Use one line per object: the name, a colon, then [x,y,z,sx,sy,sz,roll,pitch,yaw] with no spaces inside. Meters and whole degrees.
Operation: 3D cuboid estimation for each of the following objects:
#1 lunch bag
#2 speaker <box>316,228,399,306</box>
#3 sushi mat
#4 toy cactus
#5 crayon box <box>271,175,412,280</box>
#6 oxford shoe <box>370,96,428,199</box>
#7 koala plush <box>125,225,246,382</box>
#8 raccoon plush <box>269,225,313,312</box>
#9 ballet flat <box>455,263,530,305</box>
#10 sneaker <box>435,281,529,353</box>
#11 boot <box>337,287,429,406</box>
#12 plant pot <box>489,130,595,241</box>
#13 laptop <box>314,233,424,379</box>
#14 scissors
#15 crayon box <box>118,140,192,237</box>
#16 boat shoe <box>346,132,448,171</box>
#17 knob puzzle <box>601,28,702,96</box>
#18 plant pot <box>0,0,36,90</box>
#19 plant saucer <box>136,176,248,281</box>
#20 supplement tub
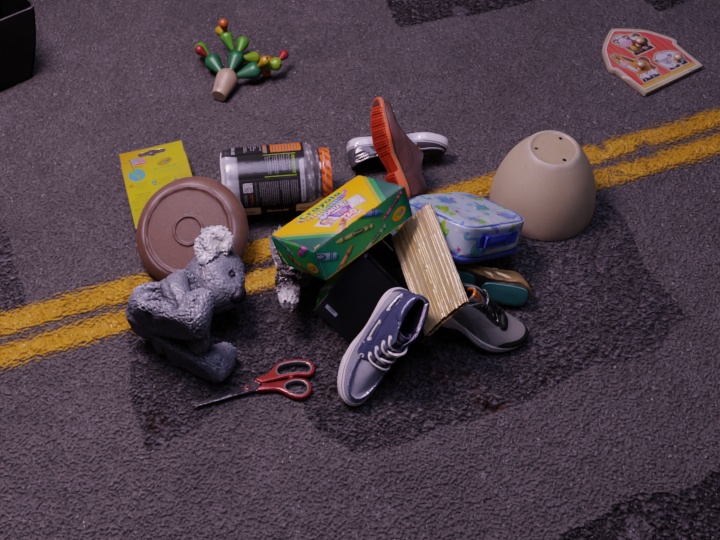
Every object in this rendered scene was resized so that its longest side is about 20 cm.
lunch bag: [0.177,-0.073,1.629,0.160,0.084,0.199,25,23,35]
speaker: [0.000,0.000,1.616,0.087,0.089,0.201,20,53,15]
sushi mat: [0.108,-0.004,1.515,0.012,0.096,0.202,18,42,-41]
toy cactus: [-0.261,-0.426,1.968,0.197,0.103,0.167,18,61,2]
crayon box: [-0.028,-0.072,1.521,0.199,0.059,0.118,-37,34,-27]
oxford shoe: [0.072,-0.226,1.762,0.072,0.203,0.071,-20,11,-20]
koala plush: [-0.257,0.037,1.528,0.182,0.179,0.201,17,55,25]
raccoon plush: [-0.071,-0.021,1.594,0.133,0.097,0.202,-26,47,14]
ballet flat: [0.191,0.017,1.613,0.197,0.069,0.063,13,35,-14]
sneaker: [0.193,0.070,1.542,0.198,0.079,0.075,24,45,-18]
boot: [0.034,0.119,1.465,0.072,0.090,0.202,28,84,-21]
plant pot: [0.341,-0.173,1.739,0.197,0.135,0.203,1,51,-1]
laptop: [0.032,0.040,1.564,0.177,0.103,0.201,44,26,-19]
scissors: [-0.169,0.180,1.512,0.196,0.014,0.074,-5,53,-5]
crayon box: [-0.364,-0.144,1.747,0.125,0.051,0.202,-13,53,-11]
boat shoe: [0.072,-0.218,1.816,0.196,0.070,0.067,-1,69,-7]
knob puzzle: [0.612,-0.473,2.063,0.216,0.031,0.222,1,50,-1]
plant pot: [-0.770,-0.468,1.921,0.199,0.179,0.199,-32,57,-26]
plant saucer: [-0.292,-0.066,1.633,0.197,0.035,0.204,-1,80,4]
supplement tub: [-0.152,-0.166,1.725,0.196,0.123,0.124,-5,50,-6]
